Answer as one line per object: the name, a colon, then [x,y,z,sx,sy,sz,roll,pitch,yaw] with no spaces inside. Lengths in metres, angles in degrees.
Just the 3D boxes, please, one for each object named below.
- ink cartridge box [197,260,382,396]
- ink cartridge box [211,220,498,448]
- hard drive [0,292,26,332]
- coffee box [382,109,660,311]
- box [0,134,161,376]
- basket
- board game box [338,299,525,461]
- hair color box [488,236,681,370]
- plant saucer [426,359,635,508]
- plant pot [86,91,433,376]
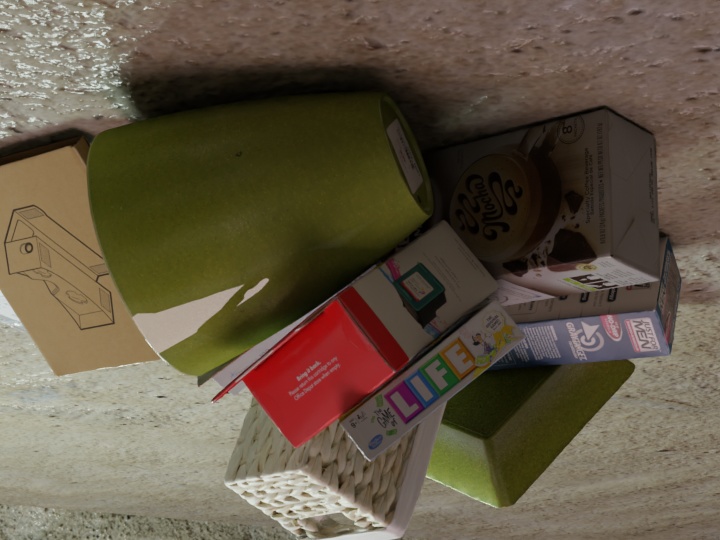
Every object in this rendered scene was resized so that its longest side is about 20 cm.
ink cartridge box: [-0.049,0.042,1.321,0.160,0.047,0.200,-36,-173,2]
ink cartridge box: [-0.002,0.050,1.173,0.116,0.067,0.200,-41,176,38]
hard drive: [-0.312,0.026,1.653,0.140,0.038,0.200,-6,164,23]
coffee box: [0.118,-0.039,1.261,0.200,0.113,0.080,-12,160,36]
box: [-0.232,-0.006,1.336,0.163,0.021,0.200,-11,120,34]
basket: [-0.018,0.124,1.460,0.123,0.200,0.135,35,149,-27]
board game box: [0.046,0.080,1.209,0.134,0.034,0.200,-38,177,-4]
hair color box: [0.181,0.032,1.510,0.200,0.100,0.061,-7,130,24]
plant saucer: [0.115,0.108,1.543,0.200,0.200,0.048,18,142,44]
plant pot: [-0.058,-0.048,1.174,0.200,0.187,0.187,-21,158,15]
